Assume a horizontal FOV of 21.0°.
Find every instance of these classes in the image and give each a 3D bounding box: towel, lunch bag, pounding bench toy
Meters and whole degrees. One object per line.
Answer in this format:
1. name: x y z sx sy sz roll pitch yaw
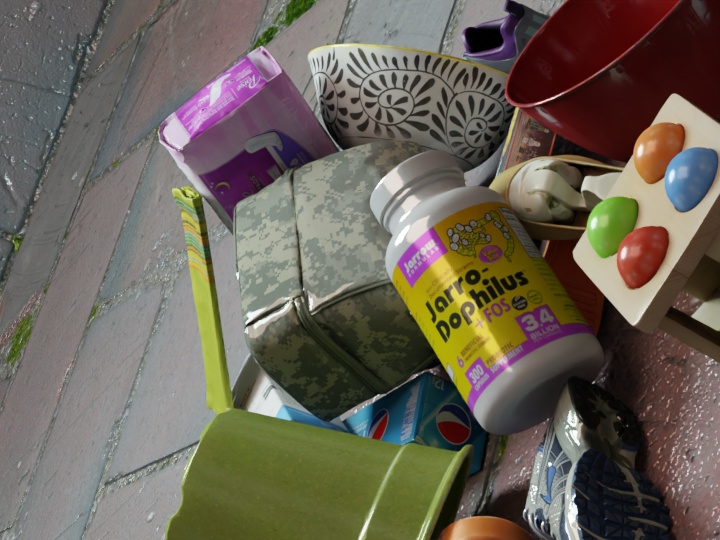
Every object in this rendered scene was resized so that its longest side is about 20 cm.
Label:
1. towel: -0.134 0.030 1.668 0.086 0.018 0.202 -145 46 -76
2. lunch bag: 0.000 0.000 1.569 0.167 0.139 0.201 -31 38 22
3. pounding bench toy: 0.219 -0.027 1.226 0.125 0.155 0.200 -59 20 11

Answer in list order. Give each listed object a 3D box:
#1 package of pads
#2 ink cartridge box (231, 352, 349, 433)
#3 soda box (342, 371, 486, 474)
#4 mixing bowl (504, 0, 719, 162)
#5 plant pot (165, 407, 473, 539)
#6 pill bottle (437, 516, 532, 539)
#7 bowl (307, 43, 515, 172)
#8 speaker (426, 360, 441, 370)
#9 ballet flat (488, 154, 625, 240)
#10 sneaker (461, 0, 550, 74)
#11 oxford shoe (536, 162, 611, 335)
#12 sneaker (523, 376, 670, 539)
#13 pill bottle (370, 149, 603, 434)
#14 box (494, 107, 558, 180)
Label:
1. package of pads: -0.075 -0.081 1.680 0.120 0.200 0.076 -36 35 0
2. ink cartridge box: -0.072 0.156 1.642 0.117 0.067 0.200 -65 18 8
3. soda box: 0.024 0.153 1.608 0.200 0.067 0.065 -35 36 53
4. mixing bowl: 0.215 -0.152 1.423 0.200 0.108 0.200 -38 19 15
5. plant pot: -0.038 0.192 1.435 0.200 0.188 0.202 20 -90 -81
6. pill bottle: 0.080 0.263 1.286 0.106 0.106 0.201 -45 27 39
7. bowl: 0.045 -0.125 1.691 0.200 0.199 0.095 176 104 -67
8. speaker: 0.051 -0.008 1.723 0.081 0.081 0.201 -47 25 37
9. ballet flat: 0.164 -0.057 1.412 0.199 0.063 0.069 7 73 37
10. sneaker: 0.113 -0.190 1.781 0.200 0.087 0.075 -37 32 50
11. oxford shoe: 0.153 0.019 1.487 0.073 0.071 0.201 99 -164 -82
12. sneaker: 0.152 0.160 1.300 0.086 0.077 0.200 -58 11 26
13. pill bottle: 0.085 0.012 1.408 0.104 0.104 0.201 -49 61 33
14. box: 0.125 -0.058 1.580 0.137 0.040 0.201 104 -177 -60
